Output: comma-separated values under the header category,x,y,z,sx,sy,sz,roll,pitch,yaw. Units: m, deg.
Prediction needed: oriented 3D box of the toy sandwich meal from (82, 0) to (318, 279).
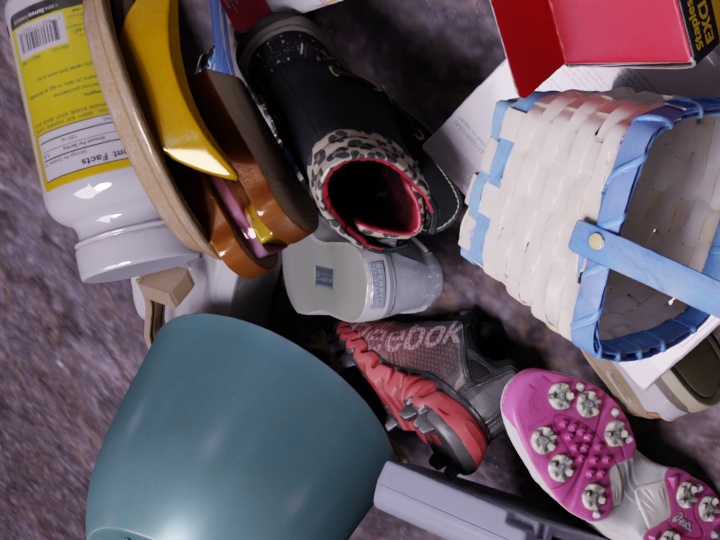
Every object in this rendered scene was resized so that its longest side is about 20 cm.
category,x,y,z,sx,sy,sz,roll,pitch,yaw
toy sandwich meal,-0.092,-0.093,1.124,0.070,0.205,0.207,-21,109,7

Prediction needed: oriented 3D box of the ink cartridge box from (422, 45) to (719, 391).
category,x,y,z,sx,sy,sz,roll,pitch,yaw
ink cartridge box,0.159,-0.060,1.112,0.200,0.045,0.176,48,126,4

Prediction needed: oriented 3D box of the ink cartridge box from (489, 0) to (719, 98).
category,x,y,z,sx,sy,sz,roll,pitch,yaw
ink cartridge box,0.129,-0.207,0.953,0.083,0.175,0.202,4,123,42

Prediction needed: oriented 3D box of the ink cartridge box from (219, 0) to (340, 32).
category,x,y,z,sx,sy,sz,roll,pitch,yaw
ink cartridge box,-0.023,-0.238,1.152,0.199,0.085,0.149,-9,113,47

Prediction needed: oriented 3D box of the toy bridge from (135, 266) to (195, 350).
category,x,y,z,sx,sy,sz,roll,pitch,yaw
toy bridge,-0.126,0.064,1.447,0.067,0.027,0.201,16,144,35

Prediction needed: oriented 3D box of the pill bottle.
category,x,y,z,sx,sy,sz,roll,pitch,yaw
pill bottle,-0.171,-0.099,1.339,0.112,0.112,0.202,-17,84,50

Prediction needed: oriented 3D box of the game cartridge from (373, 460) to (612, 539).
category,x,y,z,sx,sy,sz,roll,pitch,yaw
game cartridge,0.097,0.170,1.300,0.133,0.199,0.041,24,90,34

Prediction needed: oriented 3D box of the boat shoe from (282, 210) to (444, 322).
category,x,y,z,sx,sy,sz,roll,pitch,yaw
boat shoe,0.000,-0.001,1.320,0.201,0.071,0.071,-157,67,-68

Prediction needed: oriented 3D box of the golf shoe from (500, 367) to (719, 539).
category,x,y,z,sx,sy,sz,roll,pitch,yaw
golf shoe,0.145,0.129,1.254,0.200,0.076,0.091,42,162,-29

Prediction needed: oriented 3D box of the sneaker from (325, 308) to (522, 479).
category,x,y,z,sx,sy,sz,roll,pitch,yaw
sneaker,0.050,0.067,1.341,0.071,0.098,0.200,58,167,-30

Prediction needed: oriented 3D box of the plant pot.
category,x,y,z,sx,sy,sz,roll,pitch,yaw
plant pot,-0.098,0.158,1.365,0.199,0.162,0.201,22,146,15

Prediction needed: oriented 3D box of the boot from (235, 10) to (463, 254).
category,x,y,z,sx,sy,sz,roll,pitch,yaw
boot,0.013,-0.052,1.176,0.203,0.073,0.154,42,-167,-40

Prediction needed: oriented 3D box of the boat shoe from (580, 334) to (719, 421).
category,x,y,z,sx,sy,sz,roll,pitch,yaw
boat shoe,0.142,0.011,1.197,0.068,0.075,0.201,-26,101,45

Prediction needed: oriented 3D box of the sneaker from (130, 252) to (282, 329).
category,x,y,z,sx,sy,sz,roll,pitch,yaw
sneaker,-0.121,-0.005,1.447,0.115,0.074,0.201,34,140,16

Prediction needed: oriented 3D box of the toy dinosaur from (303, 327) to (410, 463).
category,x,y,z,sx,sy,sz,roll,pitch,yaw
toy dinosaur,-0.020,0.100,1.462,0.199,0.058,0.102,17,146,46

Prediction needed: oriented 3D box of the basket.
category,x,y,z,sx,sy,sz,roll,pitch,yaw
basket,0.167,-0.019,0.998,0.199,0.175,0.141,20,107,36

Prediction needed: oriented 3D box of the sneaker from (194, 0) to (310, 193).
category,x,y,z,sx,sy,sz,roll,pitch,yaw
sneaker,-0.084,-0.132,1.305,0.089,0.078,0.202,19,133,30
